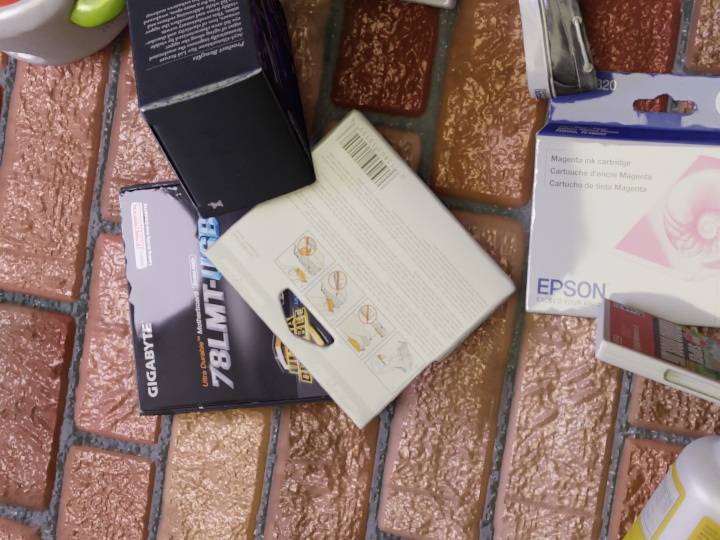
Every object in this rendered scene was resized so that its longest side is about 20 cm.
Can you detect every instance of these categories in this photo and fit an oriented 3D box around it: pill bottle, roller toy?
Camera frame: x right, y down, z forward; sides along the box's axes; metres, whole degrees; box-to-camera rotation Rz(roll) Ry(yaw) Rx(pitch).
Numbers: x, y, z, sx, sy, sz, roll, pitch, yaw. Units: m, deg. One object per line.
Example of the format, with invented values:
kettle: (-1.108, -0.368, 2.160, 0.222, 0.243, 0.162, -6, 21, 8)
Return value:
pill bottle: (0.274, 0.200, 1.666, 0.112, 0.112, 0.201, 37, 118, 14)
roller toy: (-0.277, -0.276, 1.853, 0.181, 0.140, 0.202, -19, 75, 16)

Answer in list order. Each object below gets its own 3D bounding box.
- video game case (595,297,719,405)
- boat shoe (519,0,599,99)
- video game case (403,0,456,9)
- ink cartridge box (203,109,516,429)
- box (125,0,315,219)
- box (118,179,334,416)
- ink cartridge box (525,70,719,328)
video game case: (0.274, 0.077, 1.647, 0.198, 0.143, 0.018, 21, 104, 2)
boat shoe: (0.159, -0.241, 1.741, 0.067, 0.074, 0.201, -6, 86, 11)
video game case: (0.012, -0.334, 1.815, 0.180, 0.023, 0.202, 13, 95, 18)
ink cartridge box: (0.000, 0.000, 1.776, 0.173, 0.044, 0.200, -42, 88, -1)
box: (-0.116, -0.170, 1.747, 0.103, 0.148, 0.201, -17, 53, 7)
box: (-0.102, 0.017, 1.848, 0.197, 0.050, 0.202, -5, 89, 18)
ink cartridge box: (0.235, -0.058, 1.736, 0.194, 0.043, 0.202, 4, 93, 19)
